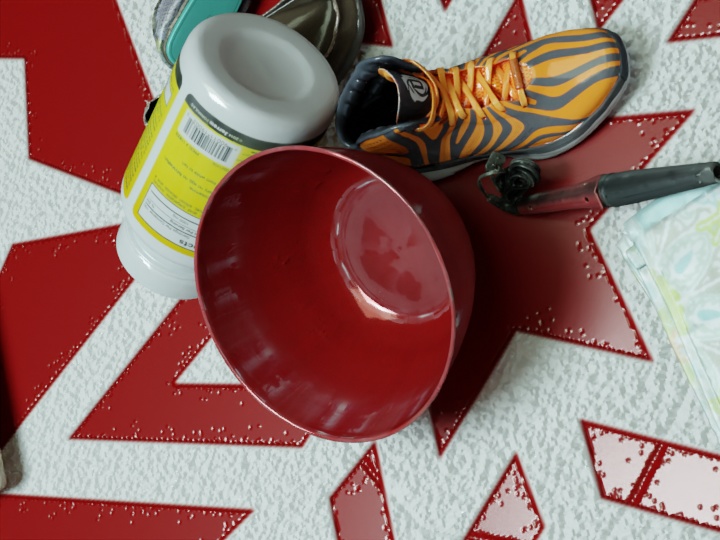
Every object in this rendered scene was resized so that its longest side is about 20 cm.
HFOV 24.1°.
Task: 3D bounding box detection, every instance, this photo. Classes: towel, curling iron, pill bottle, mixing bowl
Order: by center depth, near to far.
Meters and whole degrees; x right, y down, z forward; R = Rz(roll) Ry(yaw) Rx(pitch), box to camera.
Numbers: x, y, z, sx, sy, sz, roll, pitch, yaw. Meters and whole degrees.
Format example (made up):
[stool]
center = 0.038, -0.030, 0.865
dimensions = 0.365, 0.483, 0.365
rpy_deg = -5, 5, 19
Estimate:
[towel]
center = 0.265, 0.000, 0.991
dimensions = 0.200, 0.048, 0.172
rpy_deg = -34, 67, 26
[curling iron]
center = 0.145, -0.053, 1.054
dimensions = 0.200, 0.050, 0.026
rpy_deg = 3, 61, 52
[mixing bowl]
center = 0.000, 0.000, 1.114
dimensions = 0.200, 0.108, 0.201
rpy_deg = 13, 116, 29
[pill bottle]
center = -0.102, -0.074, 1.186
dimensions = 0.113, 0.112, 0.200
rpy_deg = 59, 138, 26

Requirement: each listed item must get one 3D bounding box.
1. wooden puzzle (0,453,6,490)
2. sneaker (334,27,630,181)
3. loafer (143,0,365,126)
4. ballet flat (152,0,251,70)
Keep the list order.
[wooden puzzle]
center = -0.370, 0.122, 1.415
dimensions = 0.200, 0.037, 0.186
rpy_deg = -27, 68, 33
[sneaker]
center = 0.071, -0.111, 1.101
dimensions = 0.200, 0.112, 0.078
rpy_deg = -23, 70, 30
[loafer]
center = -0.081, -0.142, 1.235
dimensions = 0.200, 0.071, 0.073
rpy_deg = -39, 63, 23
[ballet flat]
center = -0.094, -0.243, 1.268
dimensions = 0.072, 0.072, 0.200
rpy_deg = 44, 104, 31
